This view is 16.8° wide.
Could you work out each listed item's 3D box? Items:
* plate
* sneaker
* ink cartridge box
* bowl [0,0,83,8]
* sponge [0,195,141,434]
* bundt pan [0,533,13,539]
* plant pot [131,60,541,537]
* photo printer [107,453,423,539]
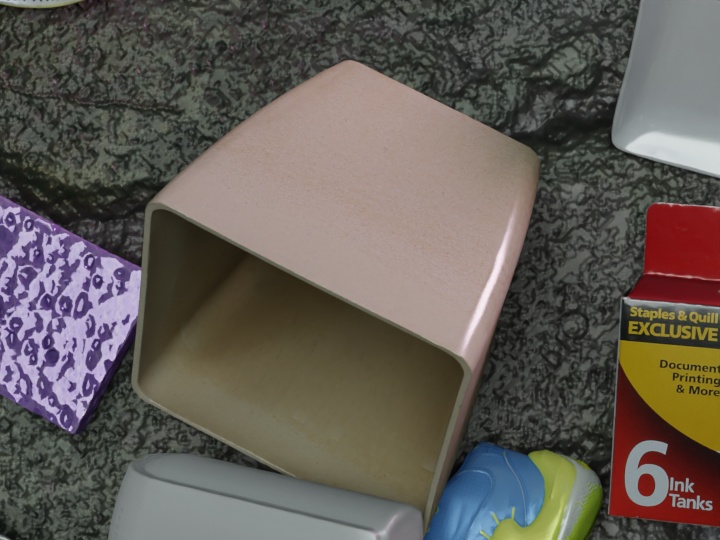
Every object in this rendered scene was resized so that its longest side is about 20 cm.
[{"bbox_3d":[0.258,-0.127,1.432,0.199,0.200,0.032,16,46,10],"label":"plate"},{"bbox_3d":[0.064,0.194,1.465,0.105,0.076,0.201,24,80,22],"label":"sneaker"},{"bbox_3d":[0.250,0.058,1.413,0.199,0.084,0.177,4,100,13],"label":"ink cartridge box"},{"bbox_3d":[-0.210,-0.272,1.523,0.200,0.201,0.094,8,41,9],"label":"bowl"},{"bbox_3d":[-0.235,0.010,1.542,0.199,0.030,0.112,27,88,10],"label":"sponge"},{"bbox_3d":[-0.270,0.239,1.495,0.201,0.076,0.203,-1,84,8],"label":"bundt pan"},{"bbox_3d":[0.000,0.000,1.421,0.199,0.200,0.177,27,56,10],"label":"plant pot"},{"bbox_3d":[-0.064,0.198,1.439,0.199,0.069,0.167,11,105,28],"label":"photo printer"}]
